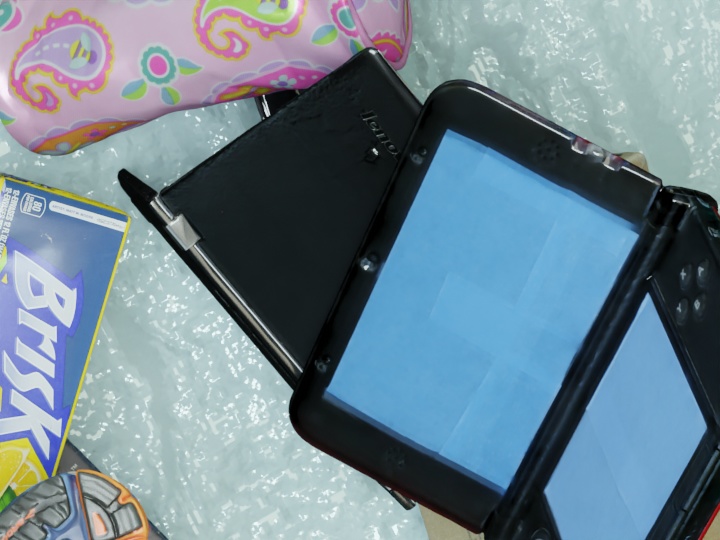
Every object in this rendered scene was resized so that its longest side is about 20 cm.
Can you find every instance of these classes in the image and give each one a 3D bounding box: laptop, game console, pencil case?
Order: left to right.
[{"bbox_3d":[-0.073,-0.111,1.244,0.199,0.087,0.088,-13,100,22],"label":"pencil case"},{"bbox_3d":[0.000,0.000,1.253,0.116,0.200,0.188,-40,103,-4],"label":"laptop"},{"bbox_3d":[0.067,0.055,1.137,0.118,0.173,0.201,10,125,-21],"label":"game console"}]

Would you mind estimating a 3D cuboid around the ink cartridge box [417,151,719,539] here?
[{"bbox_3d":[0.085,0.053,1.298,0.075,0.164,0.201,-24,102,-33],"label":"ink cartridge box"}]

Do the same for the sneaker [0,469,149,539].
[{"bbox_3d":[-0.164,0.158,1.160,0.199,0.078,0.076,-34,82,7],"label":"sneaker"}]

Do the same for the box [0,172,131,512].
[{"bbox_3d":[-0.165,0.059,1.223,0.064,0.070,0.201,16,91,-18],"label":"box"}]

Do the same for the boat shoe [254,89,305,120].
[{"bbox_3d":[-0.045,-0.121,1.301,0.062,0.073,0.201,-31,106,-13],"label":"boat shoe"}]

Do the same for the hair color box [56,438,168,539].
[{"bbox_3d":[-0.187,0.100,1.289,0.100,0.060,0.200,-46,103,-7],"label":"hair color box"}]
